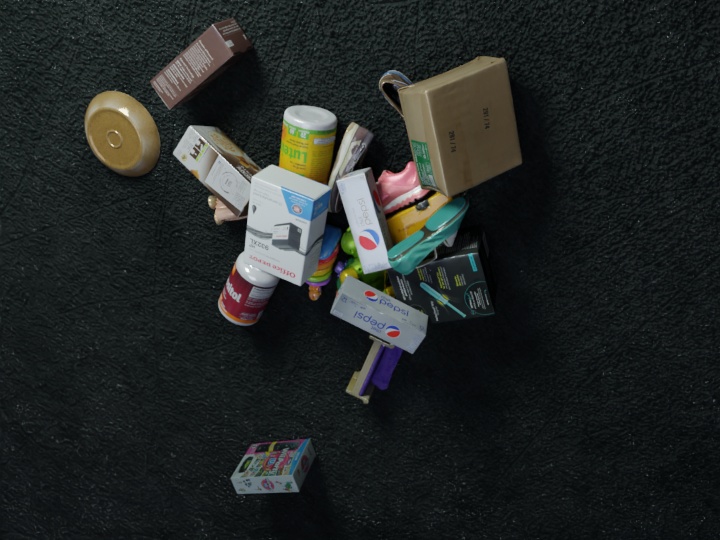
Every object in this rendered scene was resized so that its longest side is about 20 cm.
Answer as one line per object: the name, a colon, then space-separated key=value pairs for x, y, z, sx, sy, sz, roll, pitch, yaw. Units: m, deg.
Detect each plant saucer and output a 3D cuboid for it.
plant saucer: x=-0.562 y=-0.309 z=1.438 sx=0.197 sy=0.036 sz=0.203 roll=7 pitch=119 yaw=13

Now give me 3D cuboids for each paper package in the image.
paper package: x=0.186 y=-0.266 z=1.146 sx=0.189 sy=0.103 sz=0.203 roll=-25 pitch=115 yaw=-17

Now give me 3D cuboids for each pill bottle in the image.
pill bottle: x=-0.257 y=0.026 z=1.480 sx=0.112 sy=0.113 sz=0.201 roll=31 pitch=121 yaw=-1
pill bottle: x=-0.114 y=-0.230 z=1.300 sx=0.109 sy=0.111 sz=0.203 roll=15 pitch=121 yaw=8

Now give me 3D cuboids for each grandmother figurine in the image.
grandmother figurine: x=-0.246 y=-0.148 z=1.417 sx=0.197 sy=0.061 sz=0.122 roll=-8 pitch=123 yaw=23

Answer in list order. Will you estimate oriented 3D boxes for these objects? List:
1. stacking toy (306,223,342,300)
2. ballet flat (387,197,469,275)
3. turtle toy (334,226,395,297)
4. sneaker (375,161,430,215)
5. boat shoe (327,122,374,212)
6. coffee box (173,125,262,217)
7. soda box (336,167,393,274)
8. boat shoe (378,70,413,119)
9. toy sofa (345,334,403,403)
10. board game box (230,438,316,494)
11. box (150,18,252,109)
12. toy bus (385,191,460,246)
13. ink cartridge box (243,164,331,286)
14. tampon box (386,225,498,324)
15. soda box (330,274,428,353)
stacking toy: x=-0.104 y=-0.005 z=1.435 sx=0.108 sy=0.117 sz=0.202 roll=14 pitch=132 yaw=12
ballet flat: x=0.144 y=-0.063 z=1.240 sx=0.199 sy=0.067 sz=0.071 roll=-38 pitch=120 yaw=3
turtle toy: x=0.000 y=0.000 z=1.386 sx=0.101 sy=0.144 sz=0.203 roll=32 pitch=133 yaw=46
sneaker: x=0.055 y=-0.165 z=1.320 sx=0.198 sy=0.074 sz=0.088 roll=-25 pitch=95 yaw=22
boat shoe: x=-0.023 y=-0.207 z=1.310 sx=0.064 sy=0.072 sz=0.202 roll=23 pitch=116 yaw=9
coffee box: x=-0.286 y=-0.214 z=1.330 sx=0.200 sy=0.114 sz=0.080 roll=44 pitch=111 yaw=7
soda box: x=0.014 y=-0.101 z=1.267 sx=0.063 sy=0.068 sz=0.203 roll=-12 pitch=105 yaw=17
boat shoe: x=0.116 y=-0.309 z=1.210 sx=0.198 sy=0.073 sz=0.073 roll=33 pitch=121 yaw=-3
toy sofa: x=0.044 y=0.227 z=1.514 sx=0.096 sy=0.083 sz=0.202 roll=24 pitch=121 yaw=4
board game box: x=-0.241 y=0.548 z=1.736 sx=0.197 sy=0.148 sz=0.065 roll=-10 pitch=112 yaw=21
box: x=-0.325 y=-0.421 z=1.268 sx=0.198 sy=0.100 sz=0.075 roll=-27 pitch=108 yaw=27
toy bus: x=0.117 y=-0.108 z=1.313 sx=0.198 sy=0.078 sz=0.066 roll=-25 pitch=103 yaw=27
ink cartridge box: x=-0.153 y=-0.091 z=1.271 sx=0.143 sy=0.084 sz=0.202 roll=21 pitch=123 yaw=14
tampon box: x=0.180 y=0.014 z=1.333 sx=0.197 sy=0.127 sz=0.152 roll=-10 pitch=116 yaw=22
soda box: x=0.041 y=0.092 z=1.296 sx=0.198 sy=0.069 sz=0.064 roll=26 pitch=124 yaw=-6
